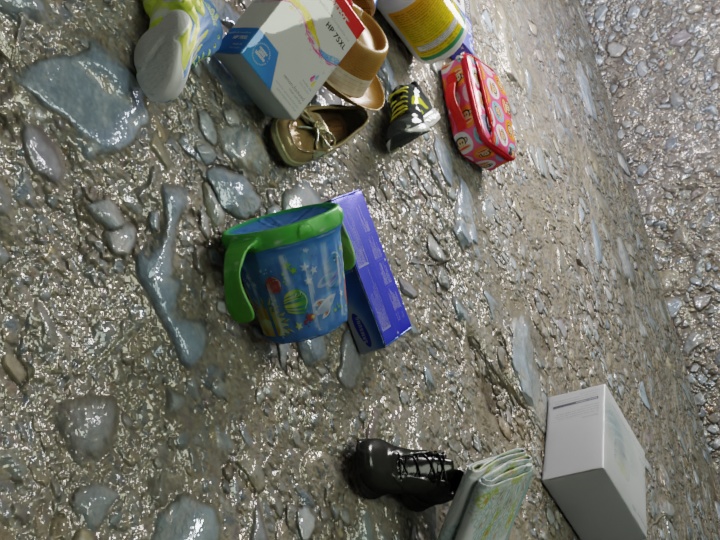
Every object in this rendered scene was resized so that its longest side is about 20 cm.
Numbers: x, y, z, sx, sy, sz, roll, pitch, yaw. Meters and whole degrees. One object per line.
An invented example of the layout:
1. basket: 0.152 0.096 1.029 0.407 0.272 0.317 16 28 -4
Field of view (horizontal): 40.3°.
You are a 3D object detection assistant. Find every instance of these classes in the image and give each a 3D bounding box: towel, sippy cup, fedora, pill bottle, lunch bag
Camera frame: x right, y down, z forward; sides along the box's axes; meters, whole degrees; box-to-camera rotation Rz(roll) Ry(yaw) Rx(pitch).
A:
1. towel: 0.148 0.331 1.260 0.170 0.048 0.203 1 111 -59
2. sippy cup: -0.073 0.006 1.081 0.139 0.176 0.132 -163 -122 -70
3. fedora: -0.018 -0.312 1.353 0.200 0.082 0.202 35 28 -21
4. pill bottle: 0.091 -0.457 1.667 0.200 0.112 0.114 43 38 -41
5. lunch bag: 0.214 -0.301 1.840 0.175 0.081 0.203 19 55 -52

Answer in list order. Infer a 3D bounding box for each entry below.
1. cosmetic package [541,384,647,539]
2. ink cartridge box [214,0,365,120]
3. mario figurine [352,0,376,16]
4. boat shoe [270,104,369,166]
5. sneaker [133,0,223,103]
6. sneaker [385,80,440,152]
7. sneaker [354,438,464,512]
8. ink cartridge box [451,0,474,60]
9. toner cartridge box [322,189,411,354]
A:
1. cosmetic package: 0.427 0.355 1.775 0.200 0.122 0.201 55 33 -28
2. ink cartridge box: -0.075 -0.300 1.215 0.201 0.067 0.116 -55 128 -16
3. mario figurine: 0.001 -0.481 1.507 0.106 0.122 0.202 94 12 -59
4. boat shoe: -0.054 -0.188 1.292 0.074 0.062 0.200 66 28 -9
5. sneaker: -0.187 -0.250 1.074 0.105 0.075 0.203 37 42 -48
6. sneaker: 0.067 -0.247 1.555 0.085 0.074 0.200 60 20 -9
7. sneaker: 0.064 0.246 1.213 0.199 0.090 0.077 29 51 -51
8. ink cartridge box: 0.179 -0.516 1.938 0.094 0.044 0.203 35 44 -46
9. toner cartridge box: 0.000 0.000 1.296 0.095 0.043 0.203 -26 96 -61
